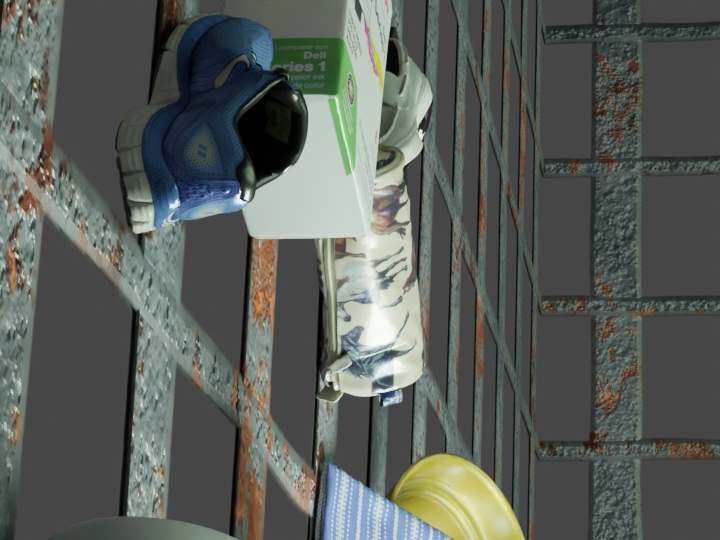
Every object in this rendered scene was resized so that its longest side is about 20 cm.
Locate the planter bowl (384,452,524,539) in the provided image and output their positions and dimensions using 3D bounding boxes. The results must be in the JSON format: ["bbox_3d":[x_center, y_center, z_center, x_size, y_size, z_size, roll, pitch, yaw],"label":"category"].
[{"bbox_3d":[0.052,0.256,1.768,0.200,0.083,0.201,25,56,-45],"label":"planter bowl"}]

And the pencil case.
[{"bbox_3d":[0.000,0.000,1.591,0.089,0.078,0.201,-37,131,-44],"label":"pencil case"}]

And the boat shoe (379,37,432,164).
[{"bbox_3d":[0.016,-0.134,1.751,0.069,0.072,0.200,62,27,-20],"label":"boat shoe"}]

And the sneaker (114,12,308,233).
[{"bbox_3d":[-0.068,-0.080,1.165,0.200,0.089,0.079,-76,163,-58],"label":"sneaker"}]

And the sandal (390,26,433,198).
[{"bbox_3d":[0.042,-0.124,1.938,0.075,0.048,0.201,-67,155,-67],"label":"sandal"}]

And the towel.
[{"bbox_3d":[0.035,0.248,1.654,0.200,0.024,0.145,35,45,-39],"label":"towel"}]

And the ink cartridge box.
[{"bbox_3d":[-0.035,-0.142,1.379,0.145,0.084,0.200,76,16,-54],"label":"ink cartridge box"}]

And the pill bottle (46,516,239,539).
[{"bbox_3d":[-0.097,0.214,0.902,0.111,0.111,0.200,75,17,-56],"label":"pill bottle"}]

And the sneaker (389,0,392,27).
[{"bbox_3d":[-0.017,-0.126,1.507,0.081,0.075,0.200,66,32,-52],"label":"sneaker"}]
